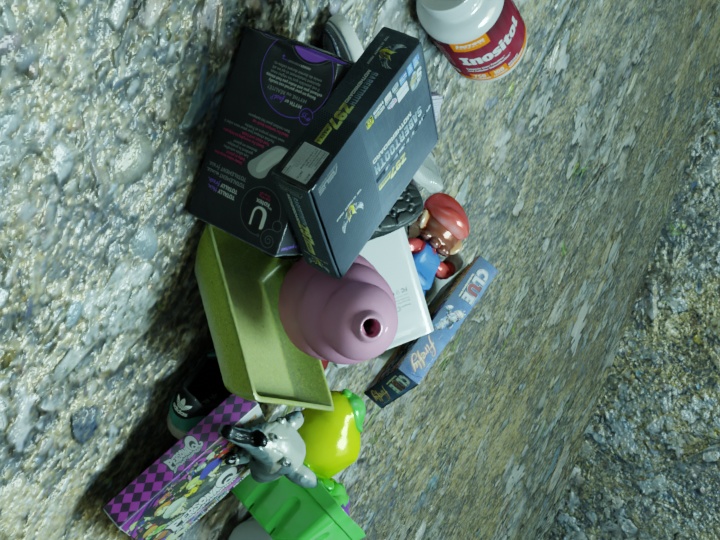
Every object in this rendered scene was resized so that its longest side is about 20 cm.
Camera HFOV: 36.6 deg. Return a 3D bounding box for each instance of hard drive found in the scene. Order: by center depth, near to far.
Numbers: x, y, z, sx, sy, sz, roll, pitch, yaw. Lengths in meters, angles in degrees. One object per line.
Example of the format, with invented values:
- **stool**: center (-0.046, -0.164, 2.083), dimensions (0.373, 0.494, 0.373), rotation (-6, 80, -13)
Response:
- **hard drive**: center (0.000, 0.000, 1.312), dimensions (0.130, 0.027, 0.202), rotation (-20, 102, -12)

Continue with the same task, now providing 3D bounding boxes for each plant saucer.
- **plant saucer**: center (-0.114, 0.063, 1.208), dimensions (0.047, 0.202, 0.200), rotation (-23, 162, 17)

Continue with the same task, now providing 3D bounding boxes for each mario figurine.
- **mario figurine**: center (0.068, -0.012, 1.416), dimensions (0.201, 0.105, 0.124), rotation (-60, 160, -17)

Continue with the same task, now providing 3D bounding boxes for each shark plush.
- **shark plush**: center (-0.111, 0.211, 1.217), dimensions (0.200, 0.082, 0.092), rotation (34, 39, -76)

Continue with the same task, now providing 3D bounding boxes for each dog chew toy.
- **dog chew toy**: center (-0.017, 0.043, 1.158), dimensions (0.126, 0.124, 0.200), rotation (-63, -163, -1)

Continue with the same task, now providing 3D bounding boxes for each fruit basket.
- **fruit basket**: center (-0.063, 0.246, 1.398), dimensions (0.217, 0.214, 0.156), rotation (-56, 154, -17)

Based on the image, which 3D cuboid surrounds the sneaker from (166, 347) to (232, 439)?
- **sneaker**: center (-0.141, 0.116, 1.263), dimensions (0.200, 0.071, 0.080), rotation (-41, 164, -38)

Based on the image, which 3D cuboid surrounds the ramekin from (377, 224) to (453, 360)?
- **ramekin**: center (0.048, 0.033, 1.534), dimensions (0.200, 0.104, 0.202), rotation (-44, 148, -36)

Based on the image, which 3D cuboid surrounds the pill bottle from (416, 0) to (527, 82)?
- **pill bottle**: center (0.136, -0.323, 1.369), dimensions (0.114, 0.112, 0.200), rotation (-64, 155, -1)

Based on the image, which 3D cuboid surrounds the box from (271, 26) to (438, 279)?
- **box**: center (0.001, -0.114, 1.079), dimensions (0.201, 0.051, 0.158), rotation (-54, 155, -21)

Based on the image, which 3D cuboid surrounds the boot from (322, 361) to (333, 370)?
- **boot**: center (-0.072, 0.068, 1.377), dimensions (0.144, 0.072, 0.202), rotation (-28, 140, -50)

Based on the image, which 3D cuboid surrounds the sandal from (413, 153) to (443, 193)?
- **sandal**: center (0.058, -0.131, 1.347), dimensions (0.049, 0.083, 0.202), rotation (-23, 160, 14)

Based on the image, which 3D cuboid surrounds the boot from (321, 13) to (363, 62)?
- **boot**: center (-0.032, -0.179, 1.225), dimensions (0.089, 0.073, 0.202), rotation (-22, 119, -14)

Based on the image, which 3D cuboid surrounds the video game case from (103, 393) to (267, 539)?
- **video game case**: center (-0.187, 0.235, 1.253), dimensions (0.200, 0.036, 0.182), rotation (-41, 159, -14)

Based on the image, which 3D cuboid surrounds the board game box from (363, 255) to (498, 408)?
- **board game box**: center (0.092, 0.082, 1.429), dimensions (0.201, 0.035, 0.136), rotation (-52, -178, -27)

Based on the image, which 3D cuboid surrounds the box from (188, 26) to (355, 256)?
- **box**: center (-0.076, -0.130, 1.118), dimensions (0.106, 0.121, 0.202), rotation (-5, 118, -63)

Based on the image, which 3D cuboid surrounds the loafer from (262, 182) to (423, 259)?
- **loafer**: center (-0.023, -0.058, 1.251), dimensions (0.198, 0.069, 0.070), rotation (-16, 171, -22)

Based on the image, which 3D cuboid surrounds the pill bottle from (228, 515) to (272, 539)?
- **pill bottle**: center (-0.108, 0.396, 1.556), dimensions (0.112, 0.110, 0.200), rotation (-64, 155, 0)

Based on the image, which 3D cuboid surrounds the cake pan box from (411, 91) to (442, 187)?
- **cake pan box**: center (0.025, -0.138, 1.397), dimensions (0.199, 0.052, 0.186), rotation (-23, 134, -55)
